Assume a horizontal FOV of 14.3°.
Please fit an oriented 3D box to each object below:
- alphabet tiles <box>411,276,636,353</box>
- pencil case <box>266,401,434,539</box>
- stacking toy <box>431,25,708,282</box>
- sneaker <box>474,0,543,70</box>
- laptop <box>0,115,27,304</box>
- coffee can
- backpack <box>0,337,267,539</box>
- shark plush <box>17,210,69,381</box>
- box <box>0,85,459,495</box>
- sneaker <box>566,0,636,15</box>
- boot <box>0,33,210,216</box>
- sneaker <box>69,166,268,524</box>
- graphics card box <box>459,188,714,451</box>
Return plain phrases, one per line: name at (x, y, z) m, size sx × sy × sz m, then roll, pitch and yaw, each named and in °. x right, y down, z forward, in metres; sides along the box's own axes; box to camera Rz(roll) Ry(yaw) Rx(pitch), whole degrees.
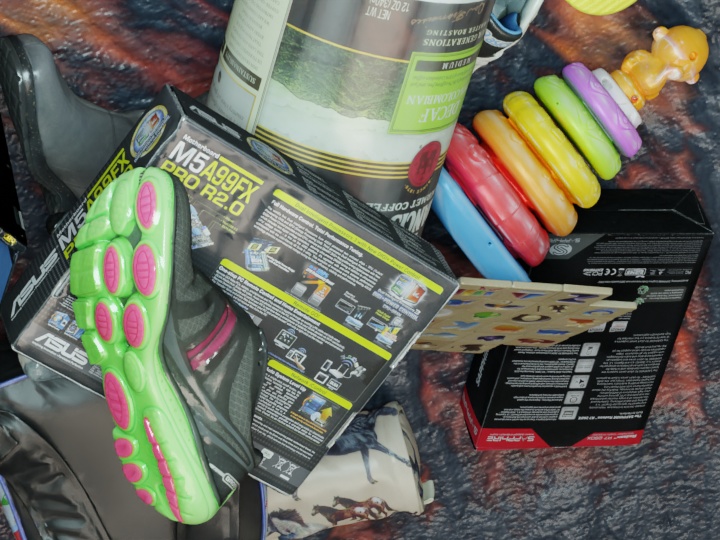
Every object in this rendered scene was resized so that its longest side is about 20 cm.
alphabet tiles at (0.069, 0.029, 1.780) m, size 0.166 × 0.006 × 0.200 m, roll 4°, pitch 167°, yaw -21°
pencil case at (-0.050, 0.151, 1.948) m, size 0.199 × 0.078 × 0.090 m, roll -15°, pitch 138°, yaw -3°
stacking toy at (0.132, -0.087, 1.777) m, size 0.200 × 0.110 × 0.116 m, roll -38°, pitch 114°, yaw 3°
sneaker at (0.055, -0.142, 1.710) m, size 0.072 × 0.073 × 0.200 m, roll 18°, pitch 126°, yaw -32°
laptop at (-0.259, -0.057, 1.612) m, size 0.116 × 0.187 × 0.200 m, roll -36°, pitch 132°, yaw 16°
coffee can at (-0.014, -0.101, 1.645) m, size 0.146 × 0.146 × 0.200 m, roll 6°, pitch 116°, yaw -22°
backpack at (-0.147, 0.123, 1.825) m, size 0.199 × 0.154 × 0.191 m, roll -10°, pitch 108°, yaw 0°
shark plush at (-0.119, 0.025, 1.744) m, size 0.200 × 0.083 × 0.091 m, roll 1°, pitch 140°, yaw -32°
box at (-0.071, 0.015, 1.569) m, size 0.200 × 0.044 × 0.160 m, roll 30°, pitch 105°, yaw -29°
sneaker at (0.096, -0.236, 1.607) m, size 0.074 × 0.082 × 0.200 m, roll -26°, pitch 98°, yaw 8°
boot at (-0.137, -0.088, 1.715) m, size 0.131 × 0.070 × 0.200 m, roll -19°, pitch 146°, yaw -3°
sneaker at (-0.096, 0.033, 1.505) m, size 0.084 × 0.077 × 0.200 m, roll -30°, pitch 124°, yaw -38°
graphics card box at (0.149, 0.034, 1.918) m, size 0.125 × 0.051 × 0.200 m, roll -1°, pitch 133°, yaw -16°
